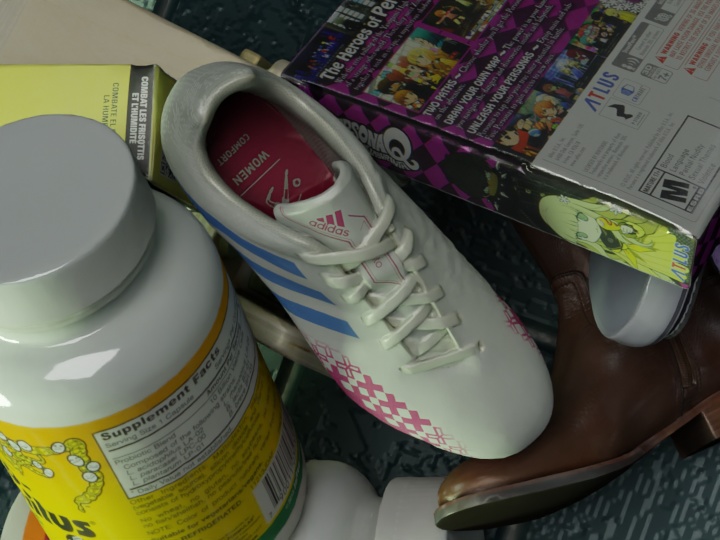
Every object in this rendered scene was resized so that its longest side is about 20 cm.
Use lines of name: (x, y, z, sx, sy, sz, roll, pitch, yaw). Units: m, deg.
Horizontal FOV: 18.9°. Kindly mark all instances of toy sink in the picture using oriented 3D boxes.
toy sink: (-0.070, -0.046, 0.980, 0.200, 0.130, 0.112, 28, 89, 19)

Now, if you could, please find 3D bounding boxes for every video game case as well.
video game case: (0.093, -0.097, 0.886, 0.181, 0.036, 0.200, 22, 51, 18)

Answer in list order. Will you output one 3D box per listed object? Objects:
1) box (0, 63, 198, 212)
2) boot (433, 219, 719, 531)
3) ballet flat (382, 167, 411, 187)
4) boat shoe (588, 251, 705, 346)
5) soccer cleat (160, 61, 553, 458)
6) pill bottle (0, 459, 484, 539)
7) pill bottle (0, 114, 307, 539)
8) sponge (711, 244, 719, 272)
box: (-0.166, -0.055, 0.903, 0.199, 0.075, 0.050, 2, 82, 14)
boot: (0.074, -0.002, 0.936, 0.186, 0.064, 0.200, -17, 77, -31)
ballet flat: (0.021, -0.086, 0.940, 0.069, 0.070, 0.200, 1, 38, 16)
boat shoe: (0.145, -0.046, 0.924, 0.066, 0.070, 0.200, 22, 49, -13)
soccer cleat: (0.000, 0.000, 0.827, 0.200, 0.086, 0.070, 44, 80, -7)
pill bottle: (-0.050, 0.139, 0.955, 0.199, 0.110, 0.110, -3, 80, 14)
pill bottle: (-0.097, 0.037, 0.847, 0.112, 0.200, 0.113, -9, 49, 10)
sponge: (0.226, 0.063, 0.882, 0.030, 0.111, 0.200, -36, 78, 32)
